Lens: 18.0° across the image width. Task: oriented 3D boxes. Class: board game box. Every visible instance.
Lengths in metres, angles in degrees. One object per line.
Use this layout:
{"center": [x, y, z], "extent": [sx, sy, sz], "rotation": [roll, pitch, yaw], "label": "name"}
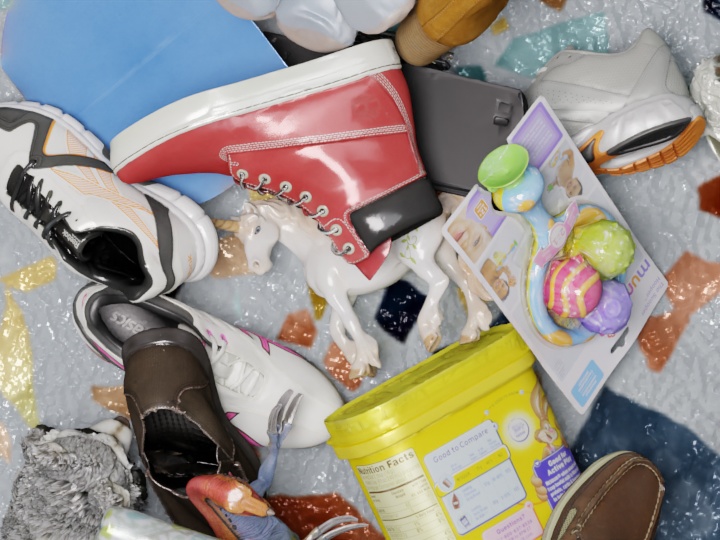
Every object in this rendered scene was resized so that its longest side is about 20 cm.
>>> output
{"center": [-0.142, -0.139, 1.524], "extent": [0.158, 0.039, 0.200], "rotation": [-38, 92, 14], "label": "board game box"}

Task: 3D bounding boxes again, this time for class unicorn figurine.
{"center": [0.000, 0.000, 1.520], "extent": [0.199, 0.074, 0.138], "rotation": [-19, 84, 9], "label": "unicorn figurine"}

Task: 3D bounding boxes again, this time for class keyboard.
{"center": [0.023, -0.113, 1.518], "extent": [0.199, 0.040, 0.105], "rotation": [16, 89, 19], "label": "keyboard"}

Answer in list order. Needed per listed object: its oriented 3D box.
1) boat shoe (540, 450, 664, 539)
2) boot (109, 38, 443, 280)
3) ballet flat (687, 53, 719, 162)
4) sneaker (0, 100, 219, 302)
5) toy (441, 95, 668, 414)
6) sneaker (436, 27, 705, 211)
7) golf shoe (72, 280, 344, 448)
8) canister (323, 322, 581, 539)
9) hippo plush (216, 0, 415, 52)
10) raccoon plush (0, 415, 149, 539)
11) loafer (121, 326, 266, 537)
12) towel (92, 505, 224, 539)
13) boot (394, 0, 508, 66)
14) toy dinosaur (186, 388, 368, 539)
{"center": [0.147, 0.205, 1.448], "extent": [0.075, 0.075, 0.203], "rotation": [36, 71, -18], "label": "boat shoe"}
{"center": [-0.054, -0.052, 1.458], "extent": [0.199, 0.072, 0.145], "rotation": [-16, 90, 3], "label": "boot"}
{"center": [0.296, -0.067, 1.539], "extent": [0.200, 0.072, 0.072], "rotation": [41, 91, -1], "label": "ballet flat"}
{"center": [-0.191, -0.047, 1.489], "extent": [0.199, 0.080, 0.074], "rotation": [28, 122, 15], "label": "sneaker"}
{"center": [0.142, -0.004, 1.472], "extent": [0.115, 0.047, 0.200], "rotation": [-53, 127, -17], "label": "toy"}
{"center": [0.127, -0.100, 1.531], "extent": [0.199, 0.076, 0.093], "rotation": [-17, 66, 8], "label": "sneaker"}
{"center": [-0.102, 0.067, 1.512], "extent": [0.199, 0.092, 0.073], "rotation": [25, 89, -4], "label": "golf shoe"}
{"center": [0.082, 0.157, 1.511], "extent": [0.148, 0.086, 0.201], "rotation": [-27, 95, -24], "label": "canister"}
{"center": [-0.028, -0.256, 1.441], "extent": [0.200, 0.159, 0.161], "rotation": [58, 49, -36], "label": "hippo plush"}
{"center": [-0.198, 0.186, 1.492], "extent": [0.096, 0.134, 0.201], "rotation": [15, 92, -3], "label": "raccoon plush"}
{"center": [-0.114, 0.127, 1.483], "extent": [0.073, 0.072, 0.201], "rotation": [-11, 133, 12], "label": "loafer"}
{"center": [-0.104, 0.230, 1.457], "extent": [0.170, 0.200, 0.048], "rotation": [17, 53, -9], "label": "towel"}
{"center": [0.100, -0.223, 1.448], "extent": [0.071, 0.144, 0.202], "rotation": [36, 63, -10], "label": "boot"}
{"center": [-0.058, 0.187, 1.460], "extent": [0.181, 0.105, 0.201], "rotation": [22, 102, -44], "label": "toy dinosaur"}
